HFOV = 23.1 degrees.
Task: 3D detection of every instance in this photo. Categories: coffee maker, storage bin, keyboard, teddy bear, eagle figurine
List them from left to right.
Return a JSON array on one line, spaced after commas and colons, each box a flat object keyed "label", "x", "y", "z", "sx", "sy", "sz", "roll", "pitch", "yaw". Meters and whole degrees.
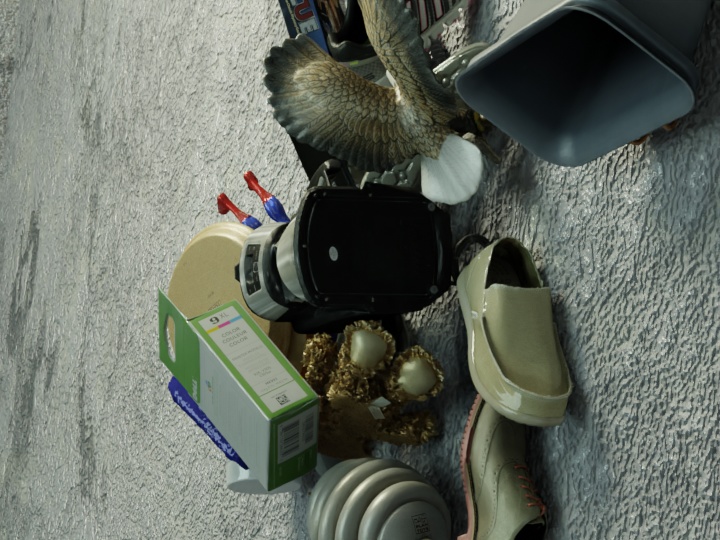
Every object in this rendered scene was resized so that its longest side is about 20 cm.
[{"label": "keyboard", "x": -0.015, "y": -0.076, "z": 1.800, "sx": 0.104, "sy": 0.039, "sz": 0.201, "roll": -21, "pitch": 92, "yaw": 61}, {"label": "coffee maker", "x": 0.000, "y": 0.000, "z": 1.621, "sx": 0.136, "sy": 0.191, "sz": 0.200, "roll": -68, "pitch": 14, "yaw": -13}, {"label": "teddy bear", "x": 0.008, "y": 0.107, "z": 1.627, "sx": 0.201, "sy": 0.144, "sz": 0.067, "roll": 96, "pitch": -171, "yaw": -55}, {"label": "eagle figurine", "x": 0.030, "y": -0.158, "z": 1.538, "sx": 0.151, "sy": 0.199, "sz": 0.153, "roll": 11, "pitch": 76, "yaw": 60}, {"label": "storage bin", "x": 0.191, "y": -0.180, "z": 1.337, "sx": 0.135, "sy": 0.145, "sz": 0.200, "roll": -62, "pitch": 16, "yaw": -23}]

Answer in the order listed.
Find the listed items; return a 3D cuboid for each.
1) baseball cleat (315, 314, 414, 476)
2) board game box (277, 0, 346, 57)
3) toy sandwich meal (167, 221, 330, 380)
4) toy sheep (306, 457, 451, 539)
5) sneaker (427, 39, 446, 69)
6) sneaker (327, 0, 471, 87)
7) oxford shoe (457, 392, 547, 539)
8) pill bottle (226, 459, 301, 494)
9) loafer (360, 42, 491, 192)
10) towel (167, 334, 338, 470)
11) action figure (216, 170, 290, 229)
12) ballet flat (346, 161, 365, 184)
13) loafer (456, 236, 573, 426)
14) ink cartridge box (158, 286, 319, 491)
[{"label": "baseball cleat", "x": -0.001, "y": 0.120, "z": 1.737, "sx": 0.106, "sy": 0.069, "sz": 0.202, "roll": -151, "pitch": 70, "yaw": -65}, {"label": "board game box", "x": -0.033, "y": -0.222, "z": 1.758, "sx": 0.200, "sy": 0.034, "sz": 0.137, "roll": -17, "pitch": -91, "yaw": -80}, {"label": "toy sandwich meal", "x": -0.115, "y": 0.045, "z": 1.788, "sx": 0.204, "sy": 0.070, "sz": 0.207, "roll": 2, "pitch": 94, "yaw": 44}, {"label": "toy sheep", "x": 0.019, "y": 0.237, "z": 1.594, "sx": 0.199, "sy": 0.137, "sz": 0.139, "roll": 11, "pitch": 94, "yaw": 52}, {"label": "sneaker", "x": 0.040, "y": -0.207, "z": 1.765, "sx": 0.201, "sy": 0.070, "sz": 0.082, "roll": -110, "pitch": 14, "yaw": -45}, {"label": "sneaker", "x": 0.039, "y": -0.258, "z": 1.663, "sx": 0.200, "sy": 0.087, "sz": 0.074, "roll": -53, "pitch": 46, "yaw": -1}, {"label": "oxford shoe", "x": 0.127, "y": 0.185, "z": 1.455, "sx": 0.074, "sy": 0.070, "sz": 0.202, "roll": -3, "pitch": 81, "yaw": 42}, {"label": "pill bottle", "x": -0.105, "y": 0.136, "z": 1.916, "sx": 0.111, "sy": 0.110, "sz": 0.202, "roll": 145, "pitch": 127, "yaw": -59}, {"label": "loafer", "x": 0.071, "y": -0.137, "z": 1.649, "sx": 0.200, "sy": 0.070, "sz": 0.070, "roll": -48, "pitch": -3, "yaw": 30}, {"label": "towel", "x": -0.096, "y": 0.094, "z": 1.842, "sx": 0.200, "sy": 0.050, "sz": 0.148, "roll": -48, "pitch": 57, "yaw": 1}, {"label": "action figure", "x": -0.067, "y": -0.018, "z": 1.820, "sx": 0.200, "sy": 0.065, "sz": 0.052, "roll": 45, "pitch": 165, "yaw": 28}, {"label": "ballet flat", "x": -0.004, "y": -0.122, "z": 1.833, "sx": 0.200, "sy": 0.069, "sz": 0.070, "roll": 157, "pitch": 117, "yaw": -62}, {"label": "loafer", "x": 0.127, "y": 0.046, "z": 1.462, "sx": 0.201, "sy": 0.075, "sz": 0.069, "roll": -109, "pitch": 29, "yaw": -46}, {"label": "ink cartridge box", "x": -0.117, "y": 0.101, "z": 1.677, "sx": 0.200, "sy": 0.059, "sz": 0.104, "roll": 46, "pitch": 148, "yaw": 34}]
